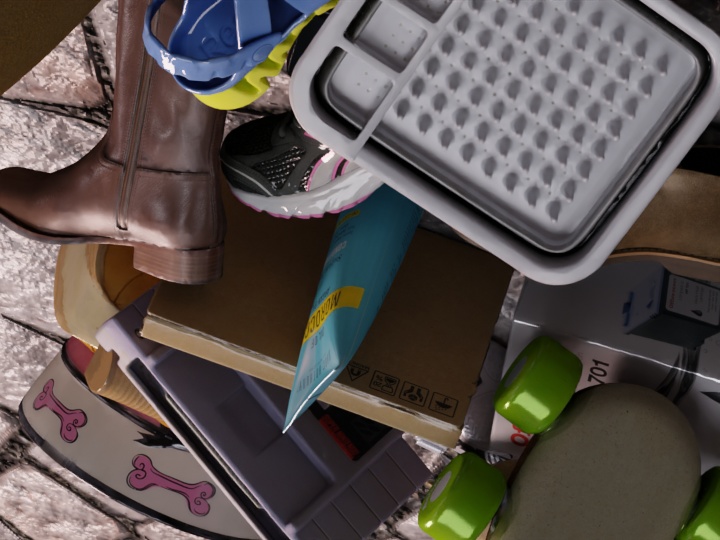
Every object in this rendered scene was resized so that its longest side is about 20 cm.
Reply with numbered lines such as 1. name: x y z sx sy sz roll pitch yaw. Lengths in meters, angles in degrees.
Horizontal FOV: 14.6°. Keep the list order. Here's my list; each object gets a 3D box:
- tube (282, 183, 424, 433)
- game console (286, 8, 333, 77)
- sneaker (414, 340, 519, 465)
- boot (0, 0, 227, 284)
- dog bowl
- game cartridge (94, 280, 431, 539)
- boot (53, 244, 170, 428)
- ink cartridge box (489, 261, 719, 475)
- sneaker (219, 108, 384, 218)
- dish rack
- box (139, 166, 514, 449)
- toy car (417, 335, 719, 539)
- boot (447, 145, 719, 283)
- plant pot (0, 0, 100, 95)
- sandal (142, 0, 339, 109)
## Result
1. tube: 0.000 0.000 1.639 0.050 0.201 0.078 24 143 -6
2. game console: 0.064 -0.126 1.591 0.199 0.031 0.177 22 144 0
3. sneaker: 0.030 0.078 1.834 0.200 0.075 0.115 41 141 -17
4. boot: -0.143 -0.110 1.648 0.185 0.064 0.201 16 113 28
5. dog bowl: -0.122 0.100 1.856 0.199 0.200 0.074 25 102 -5
6. game cartridge: -0.055 0.080 1.705 0.200 0.130 0.038 50 138 1
7. boot: -0.114 0.038 1.791 0.143 0.202 0.071 20 119 -27
8. ink cartridge box: 0.189 0.068 1.730 0.199 0.086 0.147 15 144 7
9. sneaker: 0.002 -0.093 1.603 0.199 0.081 0.087 -10 126 30
10. dish rack: 0.080 -0.106 1.506 0.199 0.044 0.172 33 109 -9
11. box: -0.016 0.016 1.701 0.199 0.164 0.021 20 131 2
12. toy car: 0.119 0.142 1.711 0.164 0.158 0.200 36 171 -8
13. boot: 0.145 -0.045 1.602 0.199 0.074 0.076 4 135 -14
14. plant pot: -0.210 -0.178 1.518 0.185 0.201 0.187 13 144 10
15. sandal: -0.048 -0.163 1.501 0.080 0.087 0.200 47 116 21
